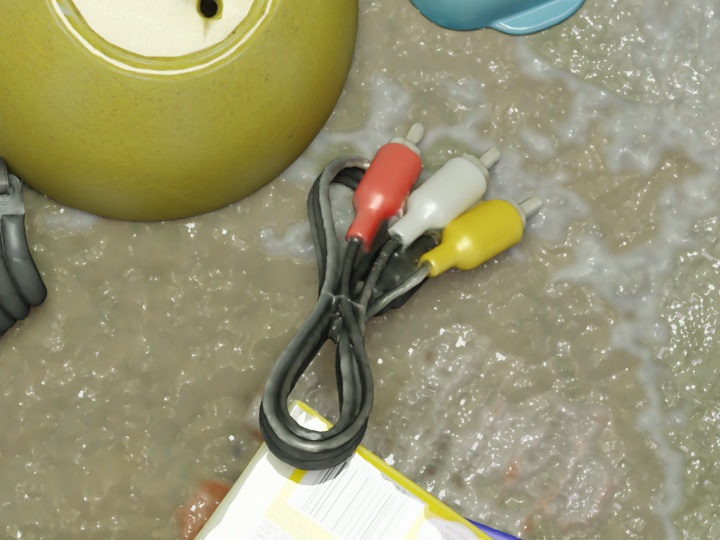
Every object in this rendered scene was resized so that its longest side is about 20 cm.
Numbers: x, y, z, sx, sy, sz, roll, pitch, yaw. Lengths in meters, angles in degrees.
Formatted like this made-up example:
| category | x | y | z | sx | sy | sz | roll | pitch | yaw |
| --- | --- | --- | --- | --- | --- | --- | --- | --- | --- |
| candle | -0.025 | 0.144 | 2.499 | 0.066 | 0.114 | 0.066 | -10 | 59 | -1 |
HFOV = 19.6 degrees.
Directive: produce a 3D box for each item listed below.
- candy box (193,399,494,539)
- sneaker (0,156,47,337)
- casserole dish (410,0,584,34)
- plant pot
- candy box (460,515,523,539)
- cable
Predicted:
| category | x | y | z | sx | sy | sz | roll | pitch | yaw |
| --- | --- | --- | --- | --- | --- | --- | --- | --- | --- |
| candy box | 0.024 | 0.153 | 0.875 | 0.200 | 0.026 | 0.102 | 36 | 82 | 4 |
| sneaker | -0.210 | -0.045 | 0.925 | 0.099 | 0.071 | 0.200 | -30 | 108 | -7 |
| casserole dish | 0.052 | -0.209 | 0.981 | 0.121 | 0.039 | 0.200 | -23 | 85 | -5 |
| plant pot | -0.089 | -0.124 | 0.902 | 0.199 | 0.142 | 0.201 | 0 | 89 | -9 |
| candy box | 0.047 | 0.201 | 0.921 | 0.200 | 0.077 | 0.170 | 21 | 82 | -1 |
| cable | 0.000 | 0.000 | 0.910 | 0.097 | 0.050 | 0.200 | 30 | 42 | 10 |
